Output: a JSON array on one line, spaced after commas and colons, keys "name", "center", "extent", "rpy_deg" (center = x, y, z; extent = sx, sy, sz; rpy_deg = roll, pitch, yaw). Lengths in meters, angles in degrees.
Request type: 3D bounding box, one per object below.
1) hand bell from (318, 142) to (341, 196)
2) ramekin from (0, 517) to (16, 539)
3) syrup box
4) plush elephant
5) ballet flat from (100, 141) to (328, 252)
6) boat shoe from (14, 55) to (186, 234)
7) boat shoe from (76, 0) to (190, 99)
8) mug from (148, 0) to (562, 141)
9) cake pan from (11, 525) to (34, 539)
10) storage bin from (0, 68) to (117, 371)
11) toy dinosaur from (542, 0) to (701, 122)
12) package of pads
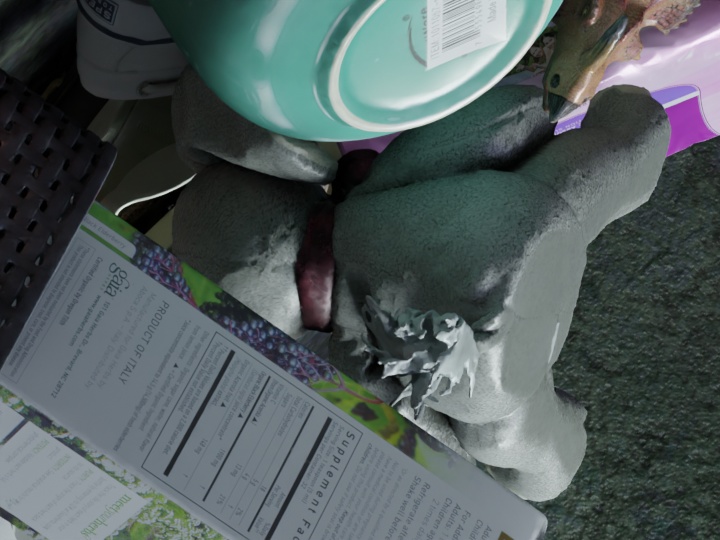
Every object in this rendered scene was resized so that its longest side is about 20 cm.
[{"name": "hand bell", "center": [-0.012, -0.020, 1.320], "extent": [0.104, 0.104, 0.200], "rpy_deg": [-44, 176, 5]}, {"name": "ramekin", "center": [-0.231, 0.139, 1.126], "extent": [0.201, 0.201, 0.098], "rpy_deg": [-46, 165, 18]}, {"name": "syrup box", "center": [-0.044, 0.072, 1.017], "extent": [0.079, 0.200, 0.082], "rpy_deg": [-40, -161, 55]}, {"name": "plush elephant", "center": [0.000, 0.000, 1.120], "extent": [0.200, 0.154, 0.166], "rpy_deg": [-13, 119, -62]}, {"name": "ballet flat", "center": [-0.098, 0.005, 1.189], "extent": [0.200, 0.068, 0.067], "rpy_deg": [-47, 140, -12]}, {"name": "boat shoe", "center": [-0.067, -0.097, 1.221], "extent": [0.201, 0.061, 0.072], "rpy_deg": [-48, 136, 7]}, {"name": "boat shoe", "center": [-0.021, -0.111, 1.157], "extent": [0.199, 0.074, 0.066], "rpy_deg": [-11, 140, -25]}, {"name": "mug", "center": [-0.009, -0.119, 1.007], "extent": [0.185, 0.115, 0.152], "rpy_deg": [7, 132, -49]}, {"name": "cake pan", "center": [-0.102, 0.082, 1.297], "extent": [0.200, 0.037, 0.201], "rpy_deg": [-31, 132, -43]}, {"name": "storage bin", "center": [-0.170, 0.028, 0.917], "extent": [0.135, 0.094, 0.200], "rpy_deg": [-44, -163, 46]}, {"name": "toy dinosaur", "center": [0.090, -0.161, 1.093], "extent": [0.085, 0.201, 0.136], "rpy_deg": [-9, -174, -3]}, {"name": "package of pads", "center": [0.087, -0.083, 1.235], "extent": [0.199, 0.076, 0.121], "rpy_deg": [-23, 157, 6]}]
